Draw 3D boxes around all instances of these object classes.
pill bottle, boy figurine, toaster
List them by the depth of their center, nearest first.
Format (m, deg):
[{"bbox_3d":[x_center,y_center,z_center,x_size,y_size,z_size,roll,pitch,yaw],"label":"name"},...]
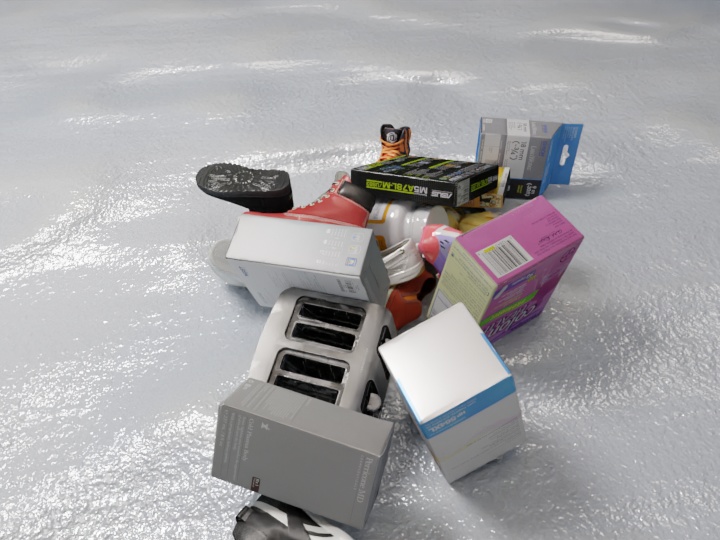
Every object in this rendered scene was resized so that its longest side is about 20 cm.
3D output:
[{"bbox_3d":[-0.055,0.133,0.936,0.198,0.119,0.182,11,59,12],"label":"toaster"},{"bbox_3d":[0.045,-0.071,1.148,0.198,0.112,0.111,5,38,36],"label":"pill bottle"},{"bbox_3d":[0.214,-0.078,1.152,0.198,0.065,0.124,10,26,16],"label":"boy figurine"}]

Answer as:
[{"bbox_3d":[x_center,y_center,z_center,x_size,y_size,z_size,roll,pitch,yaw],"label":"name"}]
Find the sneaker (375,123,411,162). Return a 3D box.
[{"bbox_3d":[0.049,-0.227,1.358,0.077,0.113,0.201,12,44,14],"label":"sneaker"}]

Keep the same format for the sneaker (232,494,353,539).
[{"bbox_3d":[-0.071,0.340,0.779,0.112,0.074,0.199,-36,45,-28],"label":"sneaker"}]

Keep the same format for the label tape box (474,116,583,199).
[{"bbox_3d":[0.325,-0.216,1.322,0.198,0.145,0.064,5,42,5],"label":"label tape box"}]

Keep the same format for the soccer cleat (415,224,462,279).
[{"bbox_3d":[0.157,-0.012,1.074,0.076,0.200,0.067,8,68,34],"label":"soccer cleat"}]

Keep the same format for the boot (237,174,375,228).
[{"bbox_3d":[-0.082,-0.092,1.050,0.198,0.073,0.146,13,68,1],"label":"boot"}]

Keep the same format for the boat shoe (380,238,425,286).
[{"bbox_3d":[0.000,0.000,1.075,0.198,0.070,0.071,-21,19,3],"label":"boat shoe"}]

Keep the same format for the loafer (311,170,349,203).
[{"bbox_3d":[-0.061,-0.121,1.276,0.069,0.070,0.201,11,44,0],"label":"loafer"}]

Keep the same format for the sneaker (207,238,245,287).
[{"bbox_3d":[-0.162,0.007,1.132,0.199,0.115,0.074,29,78,-15],"label":"sneaker"}]

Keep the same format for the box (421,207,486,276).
[{"bbox_3d":[0.158,-0.079,1.245,0.157,0.049,0.201,-9,43,-11],"label":"box"}]

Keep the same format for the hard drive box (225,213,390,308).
[{"bbox_3d":[-0.070,0.000,0.971,0.198,0.156,0.077,8,64,16],"label":"hard drive box"}]

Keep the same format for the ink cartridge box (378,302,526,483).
[{"bbox_3d":[0.125,0.169,0.880,0.124,0.201,0.129,-28,46,-4],"label":"ink cartridge box"}]

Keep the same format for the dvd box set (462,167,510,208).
[{"bbox_3d":[0.173,-0.158,1.257,0.198,0.030,0.147,4,29,17],"label":"dvd box set"}]

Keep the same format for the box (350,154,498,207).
[{"bbox_3d":[0.112,-0.156,1.147,0.191,0.048,0.200,9,20,29],"label":"box"}]

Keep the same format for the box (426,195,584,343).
[{"bbox_3d":[0.213,0.014,1.022,0.175,0.201,0.097,-25,60,-26],"label":"box"}]

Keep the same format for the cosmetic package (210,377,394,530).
[{"bbox_3d":[-0.068,0.215,0.807,0.198,0.108,0.090,15,18,14],"label":"cosmetic package"}]

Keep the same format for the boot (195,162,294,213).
[{"bbox_3d":[-0.179,-0.081,1.138,0.163,0.201,0.066,10,53,13],"label":"boot"}]

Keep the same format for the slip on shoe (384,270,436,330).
[{"bbox_3d":[0.067,0.059,1.082,0.061,0.075,0.200,21,42,17],"label":"slip on shoe"}]
